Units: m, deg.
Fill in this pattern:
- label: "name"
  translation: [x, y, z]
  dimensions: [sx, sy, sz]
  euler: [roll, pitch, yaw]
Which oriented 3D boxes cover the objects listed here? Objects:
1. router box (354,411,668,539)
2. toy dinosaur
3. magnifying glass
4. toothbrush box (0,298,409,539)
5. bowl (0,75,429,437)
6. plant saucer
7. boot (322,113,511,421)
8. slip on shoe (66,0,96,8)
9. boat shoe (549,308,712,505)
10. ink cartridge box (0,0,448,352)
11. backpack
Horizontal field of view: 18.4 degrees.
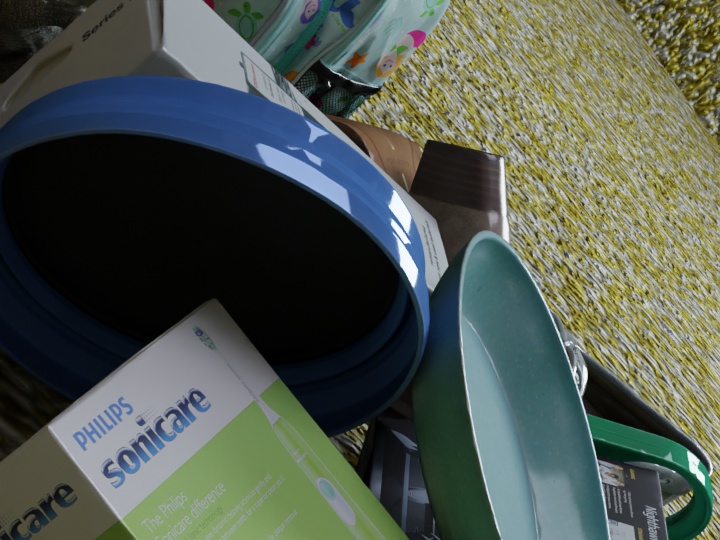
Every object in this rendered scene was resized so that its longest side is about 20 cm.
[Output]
- label: "router box"
  translation: [0.072, 0.145, 1.086]
  dimensions: [0.156, 0.053, 0.200]
  euler: [16, 23, -3]
- label: "toy dinosaur"
  translation: [-0.161, -0.130, 1.023]
  dimensions: [0.102, 0.077, 0.200]
  euler: [23, -27, 9]
- label: "magnifying glass"
  translation: [0.110, 0.089, 1.182]
  dimensions: [0.200, 0.079, 0.022]
  euler: [36, 40, -27]
- label: "toothbrush box"
  translation: [-0.048, 0.130, 0.835]
  dimensions: [0.200, 0.086, 0.146]
  euler: [52, 27, -2]
- label: "bowl"
  translation: [-0.068, -0.002, 0.900]
  dimensions: [0.200, 0.200, 0.040]
  euler: [42, 44, -31]
- label: "plant saucer"
  translation: [0.064, 0.084, 0.963]
  dimensions: [0.200, 0.036, 0.201]
  euler: [-15, 90, -72]
- label: "boot"
  translation: [0.000, 0.000, 1.132]
  dimensions: [0.070, 0.147, 0.199]
  euler: [9, 6, -41]
- label: "slip on shoe"
  translation: [-0.141, -0.137, 1.219]
  dimensions: [0.200, 0.074, 0.061]
  euler: [42, 15, -16]
- label: "boat shoe"
  translation: [0.121, 0.071, 1.231]
  dimensions: [0.202, 0.064, 0.075]
  euler: [46, 33, -34]
- label: "ink cartridge box"
  translation: [-0.075, -0.017, 1.005]
  dimensions: [0.200, 0.146, 0.083]
  euler: [41, 20, -29]
- label: "backpack"
  translation: [-0.050, -0.177, 1.310]
  dimensions: [0.178, 0.200, 0.150]
  euler: [59, 18, 22]
